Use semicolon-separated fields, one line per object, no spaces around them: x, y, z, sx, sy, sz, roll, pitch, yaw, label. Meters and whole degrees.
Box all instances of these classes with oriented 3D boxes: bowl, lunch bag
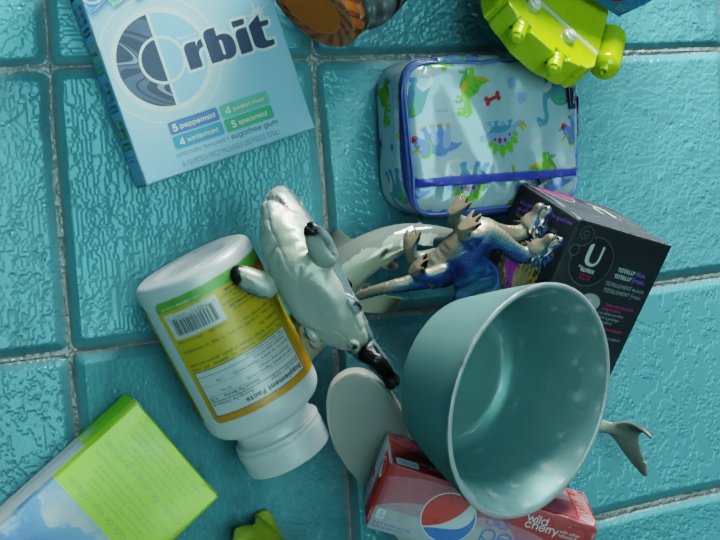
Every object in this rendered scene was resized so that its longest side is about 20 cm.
0.112;0.100;0.987;0.200;0.105;0.201;-10;107;-38;bowl
0.119;-0.130;1.133;0.199;0.082;0.161;-4;97;-23;lunch bag

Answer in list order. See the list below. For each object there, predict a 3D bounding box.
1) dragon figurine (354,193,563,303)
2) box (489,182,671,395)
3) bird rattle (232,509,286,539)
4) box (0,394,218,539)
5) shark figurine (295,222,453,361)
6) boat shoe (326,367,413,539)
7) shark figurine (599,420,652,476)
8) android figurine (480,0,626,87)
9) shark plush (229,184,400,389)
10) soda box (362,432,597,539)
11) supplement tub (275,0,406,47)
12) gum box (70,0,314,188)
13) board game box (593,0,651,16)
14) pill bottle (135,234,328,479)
0.088;-0.001;1.036;0.200;0.059;0.099;-38;126;7;dragon figurine
0.189;0.033;1.118;0.122;0.106;0.200;14;107;-30;box
-0.075;0.331;1.076;0.163;0.113;0.200;-32;117;-7;bird rattle
-0.238;0.221;1.005;0.200;0.048;0.122;-43;107;-16;box
0.011;-0.018;1.086;0.214;0.090;0.128;-30;128;-2;shark figurine
0.024;0.168;1.091;0.075;0.093;0.200;-23;108;5;boat shoe
0.192;0.190;1.184;0.214;0.128;0.090;-10;122;-35;shark figurine
0.182;-0.254;1.115;0.182;0.041;0.200;39;40;-12;android figurine
-0.017;0.016;0.989;0.200;0.083;0.091;43;113;-13;shark plush
0.106;0.215;1.029;0.199;0.063;0.070;18;106;-9;soda box
0.013;-0.305;1.045;0.123;0.122;0.200;45;69;-19;supplement tub
-0.151;-0.196;1.029;0.170;0.045;0.201;-21;99;-22;gum box
0.207;-0.377;1.114;0.196;0.056;0.201;20;62;-37;board game box
-0.107;0.079;1.023;0.111;0.111;0.200;-31;104;-20;pill bottle
